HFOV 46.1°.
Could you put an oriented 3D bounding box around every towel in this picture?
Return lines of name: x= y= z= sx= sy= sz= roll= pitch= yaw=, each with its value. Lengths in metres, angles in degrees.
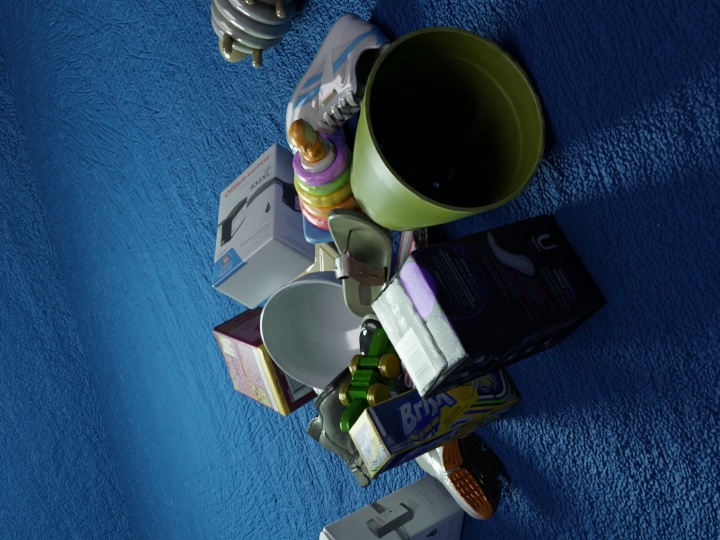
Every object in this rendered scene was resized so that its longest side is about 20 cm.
towel: x=0.071 y=0.030 z=1.076 sx=0.201 sy=0.030 sz=0.148 roll=-95 pitch=12 yaw=-50

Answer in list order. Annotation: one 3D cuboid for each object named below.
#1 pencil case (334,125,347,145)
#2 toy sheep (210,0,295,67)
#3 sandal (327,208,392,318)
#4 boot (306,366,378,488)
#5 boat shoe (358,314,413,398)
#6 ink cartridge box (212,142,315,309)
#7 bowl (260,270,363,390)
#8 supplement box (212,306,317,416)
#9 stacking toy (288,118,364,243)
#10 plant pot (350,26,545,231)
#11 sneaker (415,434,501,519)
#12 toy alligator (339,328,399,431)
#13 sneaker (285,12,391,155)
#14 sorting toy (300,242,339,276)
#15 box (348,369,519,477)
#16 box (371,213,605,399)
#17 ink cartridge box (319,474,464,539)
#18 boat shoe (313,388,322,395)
pencil case: x=-0.026 y=-0.128 z=1.193 sx=0.201 sy=0.085 sz=0.084 roll=62 pitch=-177 yaw=20
toy sheep: x=-0.154 y=-0.389 z=1.238 sx=0.200 sy=0.137 sz=0.139 roll=-49 pitch=61 yaw=37
sandal: x=0.001 y=0.001 z=1.078 sx=0.079 sy=0.058 sz=0.202 roll=8 pitch=138 yaw=18
boot: x=-0.004 y=0.229 z=1.218 sx=0.130 sy=0.068 sz=0.201 roll=40 pitch=148 yaw=17
boat shoe: x=0.028 y=0.150 z=1.172 sx=0.074 sy=0.066 sz=0.201 roll=20 pitch=140 yaw=30
ink cartridge box: x=-0.144 y=-0.069 z=1.273 sx=0.145 sy=0.083 sz=0.202 roll=-36 pitch=39 yaw=32
bowl: x=-0.041 y=0.074 z=1.247 sx=0.198 sy=0.091 sz=0.203 roll=6 pitch=123 yaw=10
supplement box: x=-0.156 y=0.152 z=1.470 sx=0.199 sy=0.103 sz=0.132 roll=12 pitch=126 yaw=55
stacking toy: x=-0.046 y=-0.128 z=1.044 sx=0.200 sy=0.108 sz=0.117 roll=58 pitch=-158 yaw=-63
plant pot: x=0.072 y=-0.132 z=0.948 sx=0.203 sy=0.198 sz=0.193 roll=70 pitch=159 yaw=8
sneaker: x=0.120 y=0.256 z=1.137 sx=0.093 sy=0.075 sz=0.201 roll=96 pitch=151 yaw=-43
toy alligator: x=0.026 y=0.120 z=1.067 sx=0.059 sy=0.202 sz=0.054 roll=-5 pitch=141 yaw=40
sneaker: x=-0.031 y=-0.230 z=1.108 sx=0.081 sy=0.076 sz=0.201 roll=39 pitch=111 yaw=33
sorting toy: x=-0.066 y=0.012 z=1.358 sx=0.185 sy=0.036 sz=0.202 roll=44 pitch=141 yaw=41
box: x=0.090 y=0.173 z=1.015 sx=0.065 sy=0.198 sz=0.070 roll=59 pitch=147 yaw=21
box: x=0.133 y=0.034 z=0.889 sx=0.123 sy=0.198 sz=0.106 roll=62 pitch=146 yaw=20
ink cartridge box: x=0.042 y=0.396 z=1.184 sx=0.085 sy=0.198 sz=0.147 roll=37 pitch=132 yaw=44
boat shoe: x=-0.006 y=0.186 z=1.302 sx=0.201 sy=0.074 sz=0.093 roll=53 pitch=139 yaw=15
